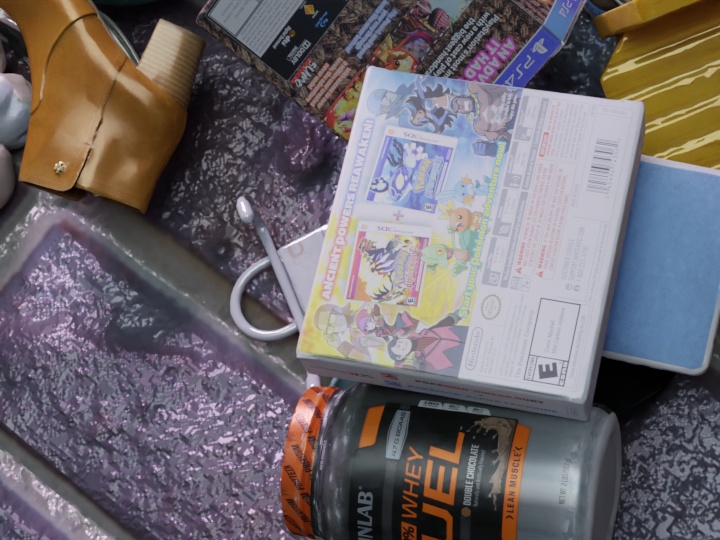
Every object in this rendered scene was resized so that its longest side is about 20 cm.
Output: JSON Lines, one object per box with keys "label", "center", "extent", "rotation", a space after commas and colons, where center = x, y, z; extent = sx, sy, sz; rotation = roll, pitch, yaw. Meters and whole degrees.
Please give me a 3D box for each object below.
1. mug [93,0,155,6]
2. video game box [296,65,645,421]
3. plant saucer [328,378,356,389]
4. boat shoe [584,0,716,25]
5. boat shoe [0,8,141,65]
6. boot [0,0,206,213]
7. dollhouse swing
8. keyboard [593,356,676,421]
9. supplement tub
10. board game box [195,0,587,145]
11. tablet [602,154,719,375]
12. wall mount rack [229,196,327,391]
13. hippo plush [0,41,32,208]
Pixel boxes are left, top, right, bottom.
{"label": "mug", "center": [-0.188, -0.282, 1.531], "extent": [0.184, 0.115, 0.152], "rotation": [34, 73, 8]}
{"label": "video game box", "center": [0.070, -0.019, 1.282], "extent": [0.181, 0.047, 0.201], "rotation": [10, 70, 12]}
{"label": "plant saucer", "center": [0.069, 0.118, 1.390], "extent": [0.198, 0.036, 0.202], "rotation": [-4, 72, 13]}
{"label": "boat shoe", "center": [0.234, -0.173, 1.424], "extent": [0.199, 0.072, 0.073], "rotation": [24, 79, 20]}
{"label": "boat shoe", "center": [-0.223, -0.174, 1.558], "extent": [0.200, 0.057, 0.067], "rotation": [40, 88, 17]}
{"label": "boot", "center": [-0.219, -0.132, 1.481], "extent": [0.200, 0.071, 0.145], "rotation": [23, 83, 11]}
{"label": "dollhouse swing", "center": [0.258, -0.096, 1.302], "extent": [0.181, 0.176, 0.201], "rotation": [-21, 94, 6]}
{"label": "keyboard", "center": [0.138, 0.012, 1.394], "extent": [0.104, 0.040, 0.201], "rotation": [-26, 69, -23]}
{"label": "supplement tub", "center": [0.058, 0.132, 1.303], "extent": [0.198, 0.123, 0.124], "rotation": [6, 73, 16]}
{"label": "board game box", "center": [0.022, -0.176, 1.375], "extent": [0.200, 0.097, 0.160], "rotation": [39, 123, -5]}
{"label": "tablet", "center": [0.137, -0.016, 1.327], "extent": [0.198, 0.014, 0.131], "rotation": [12, 90, 11]}
{"label": "wall mount rack", "center": [0.000, 0.000, 1.419], "extent": [0.199, 0.075, 0.175], "rotation": [-27, 60, 5]}
{"label": "hippo plush", "center": [-0.347, -0.130, 1.511], "extent": [0.198, 0.161, 0.161], "rotation": [-4, 71, 13]}
